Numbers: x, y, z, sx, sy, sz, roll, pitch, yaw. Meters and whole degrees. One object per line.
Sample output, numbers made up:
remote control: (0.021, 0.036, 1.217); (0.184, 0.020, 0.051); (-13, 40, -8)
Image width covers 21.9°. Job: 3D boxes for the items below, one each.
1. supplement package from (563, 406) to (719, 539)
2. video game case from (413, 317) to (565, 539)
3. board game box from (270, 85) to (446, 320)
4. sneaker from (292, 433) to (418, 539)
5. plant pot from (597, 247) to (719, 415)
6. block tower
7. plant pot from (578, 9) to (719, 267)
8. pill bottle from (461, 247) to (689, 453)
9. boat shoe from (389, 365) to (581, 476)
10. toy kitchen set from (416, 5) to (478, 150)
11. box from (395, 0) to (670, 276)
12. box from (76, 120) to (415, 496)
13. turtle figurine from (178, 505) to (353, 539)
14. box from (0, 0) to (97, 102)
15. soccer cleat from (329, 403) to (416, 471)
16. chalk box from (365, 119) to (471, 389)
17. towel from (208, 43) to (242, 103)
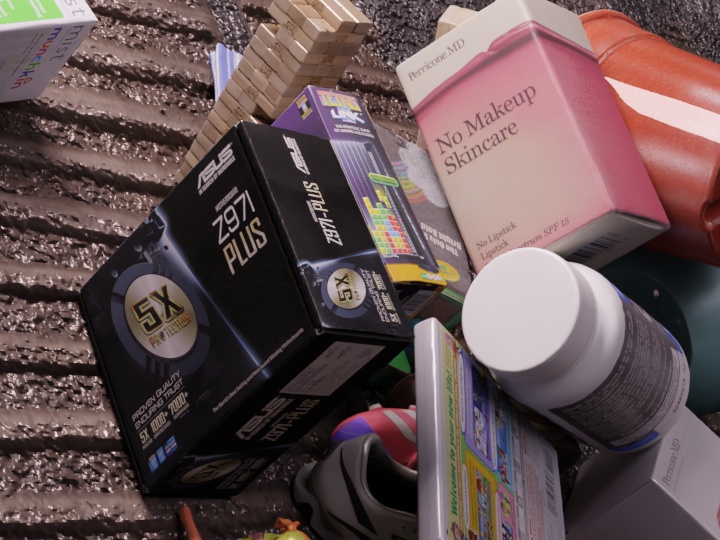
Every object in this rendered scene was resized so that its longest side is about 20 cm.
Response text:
supplement package: (0.274, 0.227, 1.504); (0.200, 0.120, 0.121); (42, 34, -8)
video game case: (0.094, 0.159, 1.316); (0.182, 0.022, 0.200); (47, 29, -36)
board game box: (-0.047, -0.002, 1.302); (0.057, 0.200, 0.166); (4, 52, -45)
sneaker: (0.047, 0.196, 1.303); (0.200, 0.088, 0.074); (44, 41, -6)
plant pot: (0.291, 0.039, 1.662); (0.161, 0.201, 0.201); (-19, 70, -41)
block tower: (-0.070, -0.122, 1.408); (0.054, 0.200, 0.058); (-3, 42, -49)
plant pot: (0.258, -0.097, 1.542); (0.200, 0.202, 0.195); (4, 14, -46)
pill bottle: (0.162, 0.060, 1.407); (0.200, 0.114, 0.114); (34, 31, -53)
boat shoe: (0.091, 0.114, 1.463); (0.200, 0.076, 0.072); (26, 34, -44)
toy kitchen set: (0.157, -0.154, 1.655); (0.163, 0.181, 0.200); (16, 32, 11)
box: (0.133, -0.096, 1.455); (0.109, 0.128, 0.201); (10, 53, -56)
box: (-0.081, 0.029, 1.230); (0.086, 0.200, 0.164); (8, 50, -44)
turtle figurine: (-0.019, 0.204, 1.200); (0.065, 0.200, 0.161); (-57, 133, -16)
box: (-0.316, -0.215, 1.313); (0.176, 0.097, 0.200); (-16, 67, -52)
soccer cleat: (0.063, 0.157, 1.382); (0.200, 0.067, 0.077); (26, 28, -38)
chalk box: (0.000, 0.000, 1.426); (0.124, 0.124, 0.200); (28, 38, -29)
towel: (-0.041, -0.102, 1.567); (0.200, 0.024, 0.145); (26, 34, -27)
